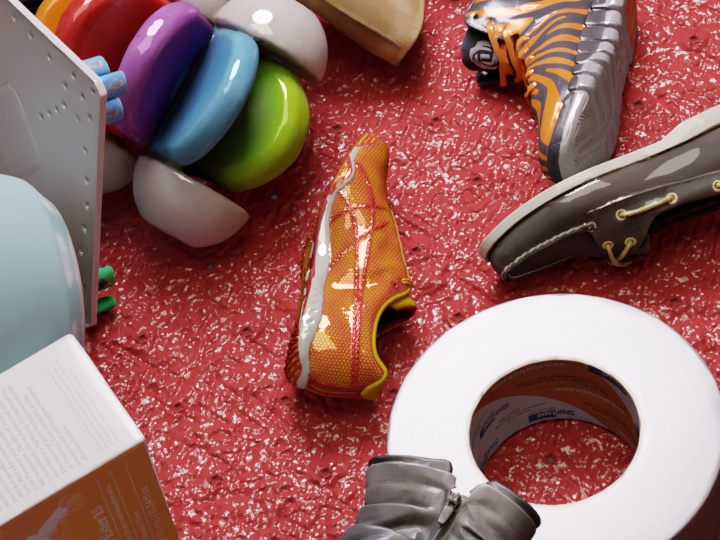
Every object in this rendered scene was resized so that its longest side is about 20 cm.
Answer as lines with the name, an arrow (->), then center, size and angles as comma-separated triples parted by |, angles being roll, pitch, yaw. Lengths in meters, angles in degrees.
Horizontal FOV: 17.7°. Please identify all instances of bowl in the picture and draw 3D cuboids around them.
bowl -> -0.239, 0.019, 1.443 | 0.104, 0.202, 0.201 | -9, 48, -24

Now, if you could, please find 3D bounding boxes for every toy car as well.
toy car -> -0.131, -0.128, 1.518 | 0.199, 0.150, 0.176 | 27, 84, 24

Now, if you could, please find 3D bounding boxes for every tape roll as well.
tape roll -> 0.117, 0.113, 1.368 | 0.199, 0.066, 0.201 | -4, 52, 6

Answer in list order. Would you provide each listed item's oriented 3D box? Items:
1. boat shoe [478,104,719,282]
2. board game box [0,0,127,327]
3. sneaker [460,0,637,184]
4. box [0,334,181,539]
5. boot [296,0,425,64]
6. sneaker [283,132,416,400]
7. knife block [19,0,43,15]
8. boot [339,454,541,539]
boat shoe -> 0.174, -0.039, 1.471 | 0.200, 0.072, 0.061 | -27, 75, -2
board game box -> -0.218, -0.095, 1.508 | 0.026, 0.201, 0.200 | -24, 50, -32
sneaker -> 0.118, -0.127, 1.553 | 0.111, 0.078, 0.201 | 2, 40, 17
box -> -0.221, 0.151, 1.360 | 0.199, 0.125, 0.098 | -31, 54, -13
boot -> -0.051, -0.241, 1.620 | 0.199, 0.066, 0.176 | 27, 37, -18
sneaker -> 0.000, 0.000, 1.486 | 0.077, 0.073, 0.201 | 14, 57, -7
knife block -> -0.177, -0.193, 1.668 | 0.175, 0.199, 0.064 | -40, 40, 38
boot -> -0.008, 0.162, 1.283 | 0.199, 0.070, 0.132 | 15, 65, 5
